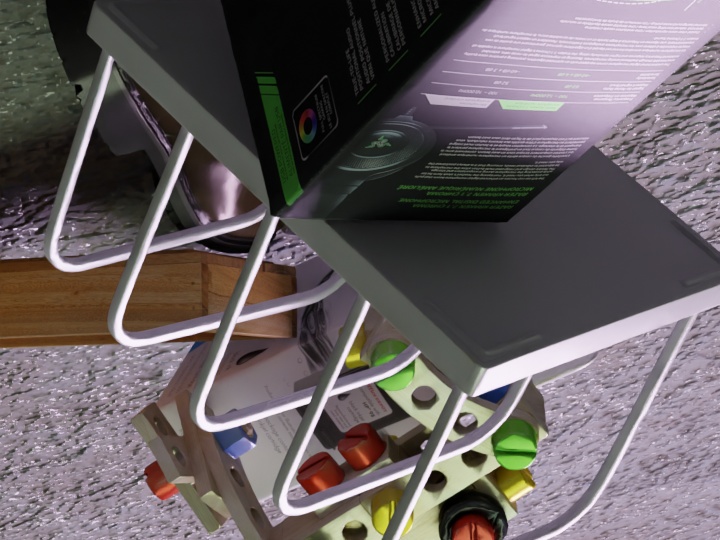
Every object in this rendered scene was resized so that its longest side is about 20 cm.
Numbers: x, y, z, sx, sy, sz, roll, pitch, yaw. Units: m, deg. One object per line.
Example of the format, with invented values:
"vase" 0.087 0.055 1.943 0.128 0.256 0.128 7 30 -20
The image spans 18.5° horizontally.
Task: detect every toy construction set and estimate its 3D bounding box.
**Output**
"toy construction set" -0.004 0.073 0.934 0.200 0.092 0.131 -28 113 28

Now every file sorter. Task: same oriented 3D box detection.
"file sorter" 0.000 0.000 0.788 0.139 0.200 0.125 -16 140 -44

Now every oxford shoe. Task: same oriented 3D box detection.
"oxford shoe" -0.052 -0.063 0.904 0.084 0.073 0.200 -22 157 6

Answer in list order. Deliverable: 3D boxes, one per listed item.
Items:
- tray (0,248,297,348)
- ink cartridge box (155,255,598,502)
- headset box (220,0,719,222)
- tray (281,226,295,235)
"tray" -0.139 0.014 0.974 0.200 0.037 0.099 -4 175 22
"ink cartridge box" 0.015 0.027 1.027 0.200 0.067 0.116 -25 -162 24
"headset box" 0.031 -0.129 0.673 0.093 0.174 0.200 0 154 -31
"tray" 0.050 -0.070 1.008 0.107 0.022 0.200 0 153 -32
